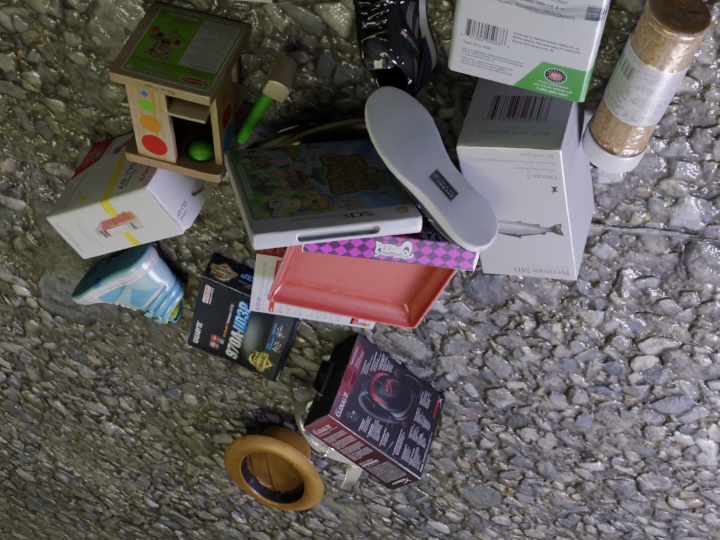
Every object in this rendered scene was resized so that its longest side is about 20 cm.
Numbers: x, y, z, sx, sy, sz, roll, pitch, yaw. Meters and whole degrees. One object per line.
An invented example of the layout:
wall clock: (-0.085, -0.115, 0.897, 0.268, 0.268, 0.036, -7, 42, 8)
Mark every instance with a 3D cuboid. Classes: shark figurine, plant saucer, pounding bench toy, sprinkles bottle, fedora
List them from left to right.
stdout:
pounding bench toy: (-0.168, -0.191, 1.368, 0.197, 0.125, 0.157, 15, 143, 10)
fedora: (-0.140, 0.330, 2.031, 0.198, 0.082, 0.202, 14, 137, 13)
shark figurine: (-0.047, 0.263, 1.911, 0.213, 0.090, 0.129, 28, 110, -19)
plant saucer: (0.000, 0.000, 1.414, 0.196, 0.037, 0.200, 11, 152, -10)
sprinkles bottle: (0.284, -0.186, 1.182, 0.067, 0.069, 0.201, 20, 143, 3)

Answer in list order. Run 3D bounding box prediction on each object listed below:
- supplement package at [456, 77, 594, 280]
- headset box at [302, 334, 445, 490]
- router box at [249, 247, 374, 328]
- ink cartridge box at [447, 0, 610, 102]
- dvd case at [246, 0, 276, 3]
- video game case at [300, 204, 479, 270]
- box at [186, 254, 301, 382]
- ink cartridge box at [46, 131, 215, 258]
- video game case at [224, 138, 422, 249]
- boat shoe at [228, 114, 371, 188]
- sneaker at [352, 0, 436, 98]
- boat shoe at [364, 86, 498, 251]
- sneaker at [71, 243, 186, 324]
supplement package: (0.186, -0.101, 1.298, 0.115, 0.118, 0.201, 4, 140, 21)
headset box: (0.015, 0.204, 1.737, 0.199, 0.150, 0.075, 36, 141, -19)
router box: (-0.053, 0.009, 1.548, 0.176, 0.050, 0.200, 9, 156, -5)
ink cartridge box: (0.170, -0.275, 1.121, 0.144, 0.084, 0.201, 17, 144, 9)
dvd case: (-0.192, -0.357, 1.266, 0.197, 0.018, 0.144, 9, 142, 19)
video game case: (0.022, -0.066, 1.335, 0.197, 0.182, 0.036, 6, 118, -13)
box: (-0.171, 0.075, 1.763, 0.157, 0.046, 0.201, 24, 144, -1)
ink cartridge box: (-0.287, -0.109, 1.517, 0.198, 0.146, 0.084, -11, 131, 36)
video game case: (-0.045, -0.088, 1.278, 0.179, 0.201, 0.022, -6, 122, -13)
boat shoe: (-0.071, -0.152, 1.416, 0.197, 0.066, 0.073, -17, 138, 16)
sneaker: (0.028, -0.255, 1.215, 0.075, 0.088, 0.201, 1, 138, 27)
boat shoe: (0.071, -0.102, 1.241, 0.200, 0.070, 0.066, 49, 166, -1)
sneaker: (-0.345, 0.042, 1.788, 0.198, 0.080, 0.131, -18, 126, 42)
